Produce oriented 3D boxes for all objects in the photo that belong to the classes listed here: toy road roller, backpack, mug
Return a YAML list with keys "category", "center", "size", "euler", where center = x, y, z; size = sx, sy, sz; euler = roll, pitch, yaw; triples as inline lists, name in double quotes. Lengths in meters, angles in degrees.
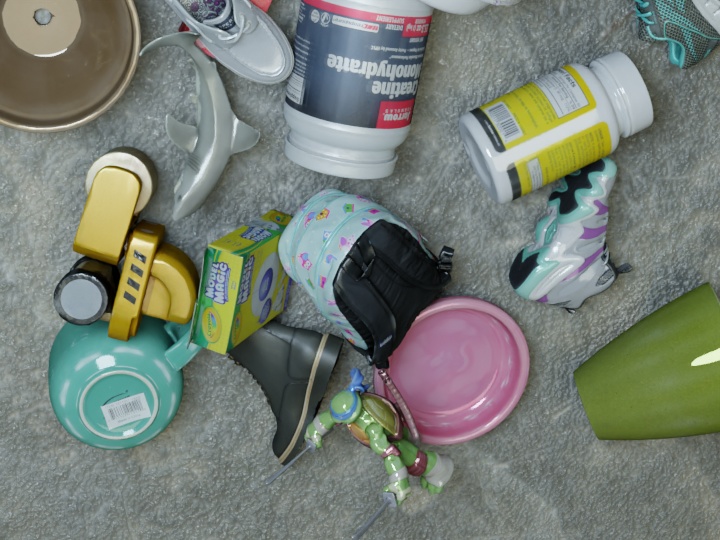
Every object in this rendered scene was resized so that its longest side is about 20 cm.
- category: "toy road roller"
  center: [-0.234, -0.022, 1.320]
  size: [0.146, 0.123, 0.201]
  euler: [15, 99, -7]
- category: "backpack"
  center: [0.000, 0.000, 1.383]
  size: [0.167, 0.126, 0.200]
  euler: [-58, 147, -9]
- category: "mug"
  center: [-0.270, 0.114, 1.398]
  size: [0.152, 0.114, 0.185]
  euler: [24, 106, -22]

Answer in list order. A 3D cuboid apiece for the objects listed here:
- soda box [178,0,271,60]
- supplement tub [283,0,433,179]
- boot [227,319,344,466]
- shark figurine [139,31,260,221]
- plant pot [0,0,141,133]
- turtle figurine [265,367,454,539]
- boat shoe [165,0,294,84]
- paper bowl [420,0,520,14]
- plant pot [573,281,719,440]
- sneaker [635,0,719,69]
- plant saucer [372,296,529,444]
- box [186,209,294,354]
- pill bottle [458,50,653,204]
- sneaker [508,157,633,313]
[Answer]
- category: "soda box"
  center: [-0.117, -0.318, 1.281]
  size: [0.070, 0.063, 0.200]
  euler: [22, 105, -21]
- category: "supplement tub"
  center: [-0.006, -0.211, 1.311]
  size: [0.140, 0.140, 0.201]
  euler: [5, 111, -16]
- category: "boot"
  center: [-0.111, 0.134, 1.485]
  size: [0.138, 0.078, 0.200]
  euler: [21, 121, 1]
- category: "shark figurine"
  center: [-0.148, -0.165, 1.287]
  size: [0.128, 0.089, 0.215]
  euler: [-38, 137, -45]
- category: "plant pot"
  center: [-0.323, -0.247, 1.242]
  size: [0.200, 0.093, 0.202]
  euler: [-4, 113, -9]
- category: "turtle figurine"
  center: [0.005, 0.223, 1.424]
  size: [0.194, 0.144, 0.201]
  euler: [29, 62, -47]
- category: "boat shoe"
  center: [-0.140, -0.258, 1.227]
  size: [0.072, 0.069, 0.200]
  euler: [-39, 115, 5]
- category: "paper bowl"
  center: [0.086, -0.338, 1.249]
  size: [0.200, 0.201, 0.104]
  euler: [21, 123, -21]
- category: "plant pot"
  center: [0.378, 0.136, 1.552]
  size: [0.199, 0.187, 0.187]
  euler: [-21, 117, 12]
- category: "sneaker"
  center: [0.343, -0.305, 1.398]
  size: [0.200, 0.078, 0.091]
  euler: [39, 103, -23]
- category: "plant saucer"
  center: [0.109, 0.120, 1.532]
  size: [0.200, 0.051, 0.201]
  euler: [-5, 113, -12]
- category: "box"
  center: [-0.127, 0.012, 1.349]
  size: [0.048, 0.200, 0.118]
  euler: [19, 111, 16]
- category: "pill bottle"
  center: [0.223, -0.166, 1.403]
  size: [0.199, 0.114, 0.115]
  euler: [-25, 116, -2]
- category: "sneaker"
  center: [0.285, -0.036, 1.501]
  size: [0.140, 0.078, 0.200]
  euler: [22, 115, -23]
